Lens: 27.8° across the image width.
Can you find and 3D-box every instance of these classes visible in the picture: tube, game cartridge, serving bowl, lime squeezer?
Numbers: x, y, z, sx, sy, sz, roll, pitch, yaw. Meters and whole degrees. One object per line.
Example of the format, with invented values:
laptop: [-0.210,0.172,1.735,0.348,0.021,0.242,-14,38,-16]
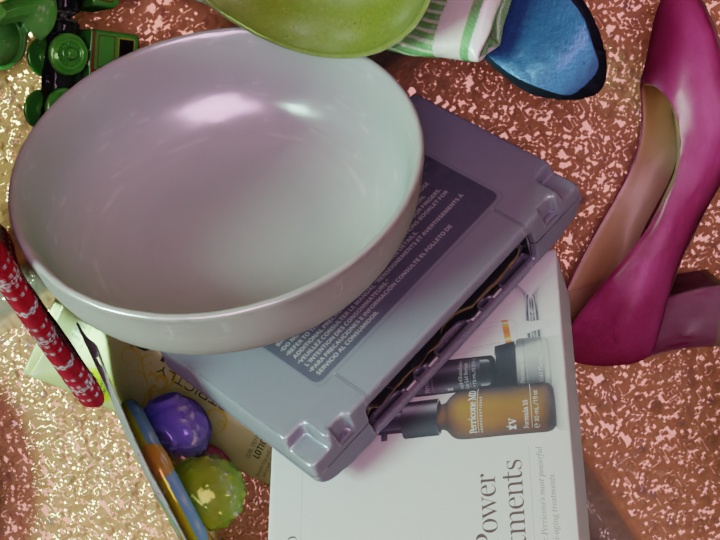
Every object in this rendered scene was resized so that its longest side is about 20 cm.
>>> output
tube: [-0.086,0.071,0.798,0.199,0.052,0.058,28,65,2]
game cartridge: [0.000,0.000,0.739,0.133,0.041,0.200,34,69,31]
serving bowl: [-0.066,-0.032,0.711,0.199,0.201,0.066,-5,137,2]
lime squeezer: [-0.191,-0.114,0.743,0.038,0.200,0.071,38,64,-20]

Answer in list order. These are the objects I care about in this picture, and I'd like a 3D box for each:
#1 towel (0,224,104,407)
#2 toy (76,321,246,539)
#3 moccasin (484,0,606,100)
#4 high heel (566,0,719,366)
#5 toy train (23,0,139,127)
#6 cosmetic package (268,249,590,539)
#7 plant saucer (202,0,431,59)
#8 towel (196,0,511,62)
towel: [-0.190,-0.032,0.701,0.022,0.200,0.145,-34,50,-11]
toy: [-0.082,0.119,0.754,0.047,0.115,0.201,-24,106,-14]
moccasin: [0.056,-0.160,0.760,0.080,0.068,0.201,-36,70,17]
high heel: [0.143,-0.047,0.768,0.096,0.067,0.201,-5,98,-9]
toy train: [-0.148,-0.104,0.781,0.056,0.042,0.201,2,93,-36]
cosmetic package: [0.033,0.093,0.718,0.150,0.052,0.201,-9,55,13]
plant saucer: [-0.042,-0.187,0.668,0.200,0.200,0.031,40,61,-2]
towel: [0.000,-0.194,0.740,0.199,0.023,0.153,19,92,27]
